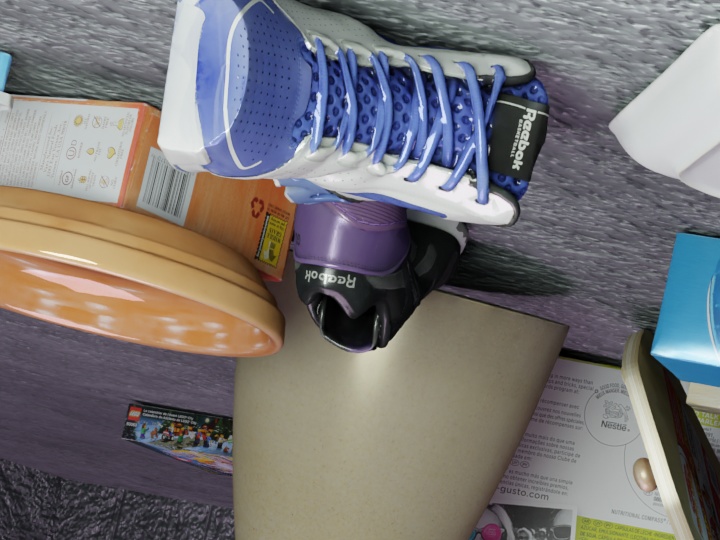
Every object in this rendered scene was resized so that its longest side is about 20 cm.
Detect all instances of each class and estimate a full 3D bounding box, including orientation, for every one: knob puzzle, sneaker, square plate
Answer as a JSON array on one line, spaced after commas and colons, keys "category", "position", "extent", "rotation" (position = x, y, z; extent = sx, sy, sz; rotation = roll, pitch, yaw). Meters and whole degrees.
[{"category": "knob puzzle", "position": [0.180, 0.122, 1.708], "extent": [0.030, 0.221, 0.220], "rotation": [-19, 163, 13]}, {"category": "sneaker", "position": [0.000, 0.000, 1.461], "extent": [0.075, 0.088, 0.200], "rotation": [10, 171, 15]}, {"category": "square plate", "position": [0.205, -0.040, 1.117], "extent": [0.197, 0.029, 0.200], "rotation": [13, 171, -5]}, {"category": "sneaker", "position": [0.008, -0.064, 1.122], "extent": [0.115, 0.081, 0.199], "rotation": [5, 176, 21]}]

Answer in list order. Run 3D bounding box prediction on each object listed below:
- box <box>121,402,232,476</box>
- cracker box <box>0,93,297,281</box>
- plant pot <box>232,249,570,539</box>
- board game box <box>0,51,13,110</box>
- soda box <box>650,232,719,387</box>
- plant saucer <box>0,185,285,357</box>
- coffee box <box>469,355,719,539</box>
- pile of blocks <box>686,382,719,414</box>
[{"category": "box", "position": [-0.129, 0.177, 2.916], "extent": [0.136, 0.038, 0.200], "rotation": [8, 170, 26]}, {"category": "cracker box", "position": [-0.148, -0.044, 1.498], "extent": [0.199, 0.058, 0.134], "rotation": [7, 169, 38]}, {"category": "plant pot", "position": [0.003, 0.103, 1.649], "extent": [0.186, 0.201, 0.187], "rotation": [15, 180, 0]}, {"category": "board game box", "position": [-0.290, -0.115, 1.366], "extent": [0.199, 0.026, 0.200], "rotation": [20, 169, -39]}, {"category": "soda box", "position": [0.245, 0.033, 1.397], "extent": [0.199, 0.065, 0.068], "rotation": [9, 170, 21]}, {"category": "plant saucer", "position": [-0.131, -0.002, 1.440], "extent": [0.199, 0.038, 0.200], "rotation": [14, 169, 3]}, {"category": "coffee box", "position": [0.154, 0.171, 1.951], "extent": [0.199, 0.199, 0.200], "rotation": [10, 170, 7]}, {"category": "pile of blocks", "position": [0.258, 0.083, 1.699], "extent": [0.199, 0.062, 0.082], "rotation": [15, 171, -10]}]
